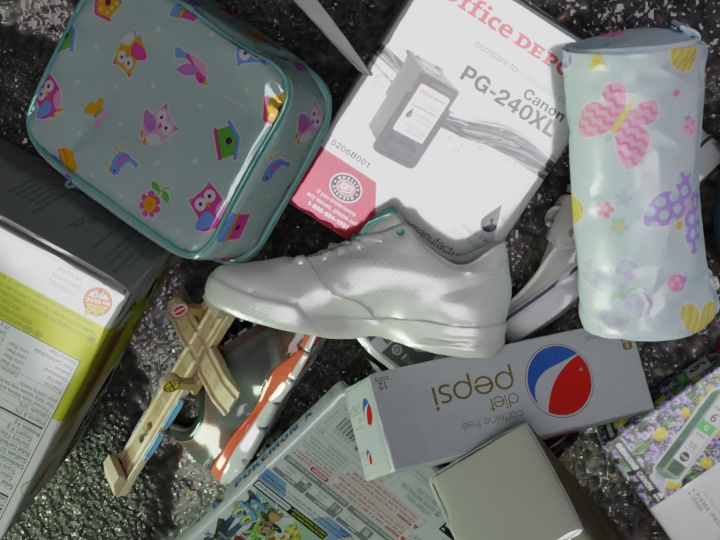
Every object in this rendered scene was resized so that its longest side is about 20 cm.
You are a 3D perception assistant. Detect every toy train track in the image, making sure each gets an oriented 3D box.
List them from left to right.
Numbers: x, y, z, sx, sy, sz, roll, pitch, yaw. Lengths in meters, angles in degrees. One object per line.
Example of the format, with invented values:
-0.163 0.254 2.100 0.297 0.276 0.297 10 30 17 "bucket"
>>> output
-0.144 0.086 0.989 0.033 0.115 0.200 9 124 -40 "toy train track"

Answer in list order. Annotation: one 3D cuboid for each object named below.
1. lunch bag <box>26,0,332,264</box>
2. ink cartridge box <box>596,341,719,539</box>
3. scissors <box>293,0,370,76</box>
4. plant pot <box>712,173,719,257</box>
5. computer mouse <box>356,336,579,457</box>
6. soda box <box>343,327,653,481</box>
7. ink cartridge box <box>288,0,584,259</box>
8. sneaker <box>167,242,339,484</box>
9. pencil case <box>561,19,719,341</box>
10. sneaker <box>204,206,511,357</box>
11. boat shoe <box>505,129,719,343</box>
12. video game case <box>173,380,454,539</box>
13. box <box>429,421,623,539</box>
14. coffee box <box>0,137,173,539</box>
-0.128 -0.103 0.927 0.200 0.077 0.161 35 106 27 "lunch bag"
0.283 0.105 0.984 0.200 0.050 0.109 -36 96 10 "ink cartridge box"
-0.053 -0.209 0.924 0.200 0.014 0.073 37 106 24 "scissors"
0.314 -0.038 0.902 0.200 0.135 0.200 -1 95 -16 "plant pot"
0.060 0.077 0.990 0.110 0.044 0.200 -39 90 -21 "computer mouse"
0.095 0.088 0.940 0.200 0.064 0.068 -11 80 -19 "soda box"
0.062 -0.100 0.943 0.145 0.083 0.200 32 101 -3 "ink cartridge box"
-0.078 0.058 0.988 0.082 0.077 0.200 31 100 4 "sneaker"
0.178 -0.054 0.868 0.091 0.083 0.200 -3 106 15 "pencil case"
0.000 0.000 0.898 0.200 0.075 0.089 7 99 0 "sneaker"
0.163 -0.033 0.958 0.200 0.072 0.066 -45 81 15 "boat shoe"
-0.008 0.203 1.008 0.182 0.022 0.200 -44 112 10 "video game case"
0.132 0.194 0.934 0.078 0.095 0.200 -32 142 8 "box"
-0.265 0.031 0.928 0.200 0.200 0.198 28 102 -3 "coffee box"
